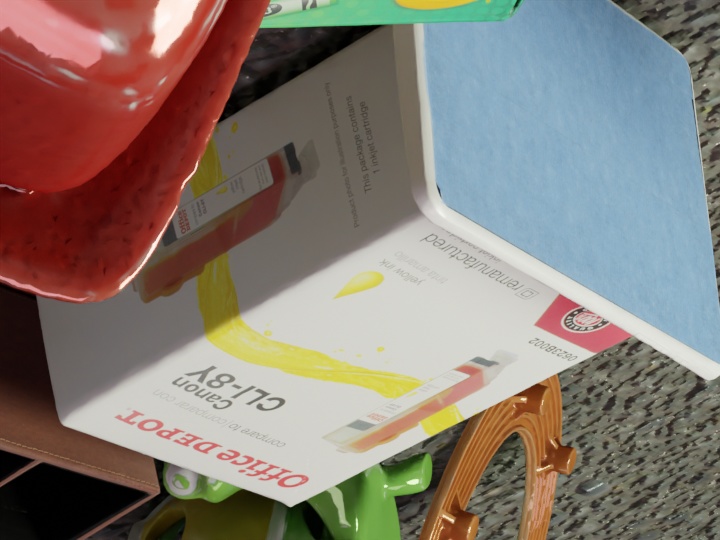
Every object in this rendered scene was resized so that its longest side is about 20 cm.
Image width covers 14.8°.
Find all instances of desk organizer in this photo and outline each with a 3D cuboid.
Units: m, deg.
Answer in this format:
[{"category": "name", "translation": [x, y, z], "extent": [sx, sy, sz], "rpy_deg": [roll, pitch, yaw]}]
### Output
[{"category": "desk organizer", "translation": [-0.168, 0.043, 1.026], "extent": [0.072, 0.077, 0.200], "rpy_deg": [-32, 147, 27]}]

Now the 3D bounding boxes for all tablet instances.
[{"category": "tablet", "translation": [0.068, -0.047, 0.930], "extent": [0.014, 0.131, 0.200], "rpy_deg": [-18, 153, 30]}]

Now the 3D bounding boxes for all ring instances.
[{"category": "ring", "translation": [0.055, 0.134, 1.196], "extent": [0.019, 0.201, 0.201], "rpy_deg": [15, 157, 18]}]

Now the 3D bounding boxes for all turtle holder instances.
[{"category": "turtle holder", "translation": [-0.038, 0.144, 1.205], "extent": [0.131, 0.142, 0.186], "rpy_deg": [1, 163, 10]}]

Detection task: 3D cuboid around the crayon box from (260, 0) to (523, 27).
[{"category": "crayon box", "translation": [-0.054, -0.127, 0.739], "extent": [0.199, 0.119, 0.058], "rpy_deg": [-4, 151, -21]}]

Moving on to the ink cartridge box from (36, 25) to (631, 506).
[{"category": "ink cartridge box", "translation": [0.000, 0.000, 1.018], "extent": [0.199, 0.084, 0.145], "rpy_deg": [-28, 148, 27]}]

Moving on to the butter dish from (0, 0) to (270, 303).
[{"category": "butter dish", "translation": [-0.080, -0.117, 0.591], "extent": [0.199, 0.200, 0.148], "rpy_deg": [27, 167, -21]}]
